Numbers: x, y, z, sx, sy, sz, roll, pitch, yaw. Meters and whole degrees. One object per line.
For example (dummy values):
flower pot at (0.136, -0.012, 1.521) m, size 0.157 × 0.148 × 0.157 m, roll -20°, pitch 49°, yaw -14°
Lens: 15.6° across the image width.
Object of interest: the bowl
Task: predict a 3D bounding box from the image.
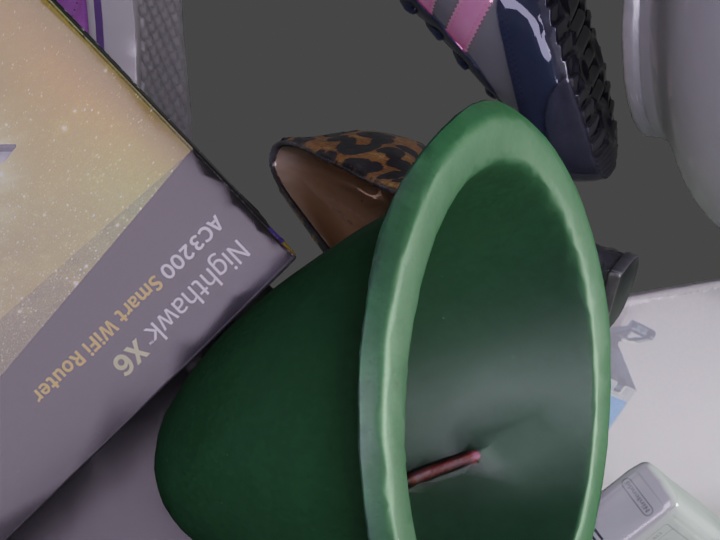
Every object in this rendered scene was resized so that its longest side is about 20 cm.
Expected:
bowl at (0.148, -0.092, 0.928) m, size 0.090 × 0.201 × 0.201 m, roll 7°, pitch 89°, yaw 21°

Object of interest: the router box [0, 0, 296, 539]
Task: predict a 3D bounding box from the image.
router box at (-0.143, 0.008, 0.745) m, size 0.200 × 0.052 × 0.157 m, roll -45°, pitch 95°, yaw -3°

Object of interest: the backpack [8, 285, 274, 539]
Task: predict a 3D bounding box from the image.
backpack at (-0.063, 0.099, 0.876) m, size 0.176 × 0.200 × 0.153 m, roll -40°, pitch 85°, yaw -6°

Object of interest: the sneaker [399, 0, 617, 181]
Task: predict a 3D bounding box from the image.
sneaker at (0.029, -0.117, 0.970) m, size 0.082 × 0.070 × 0.200 m, roll -22°, pitch 95°, yaw 18°

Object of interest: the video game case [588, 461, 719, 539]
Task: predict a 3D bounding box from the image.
video game case at (0.056, 0.146, 0.887) m, size 0.182 × 0.200 × 0.024 m, roll -39°, pitch 65°, yaw 7°

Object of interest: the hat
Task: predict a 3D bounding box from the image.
hat at (-0.042, 0.047, 0.749) m, size 0.176 × 0.200 × 0.166 m, roll -1°, pitch 124°, yaw 26°

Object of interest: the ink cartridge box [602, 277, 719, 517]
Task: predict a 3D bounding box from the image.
ink cartridge box at (0.113, 0.095, 0.978) m, size 0.200 × 0.045 × 0.176 m, roll -10°, pitch 89°, yaw -6°

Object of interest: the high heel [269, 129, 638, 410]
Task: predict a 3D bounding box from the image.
high heel at (0.000, 0.000, 0.889) m, size 0.143 × 0.200 × 0.071 m, roll 22°, pitch 108°, yaw 17°

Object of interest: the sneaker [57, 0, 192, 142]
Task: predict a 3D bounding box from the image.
sneaker at (-0.123, -0.064, 0.952) m, size 0.114 × 0.073 × 0.201 m, roll 1°, pitch 95°, yaw 13°
